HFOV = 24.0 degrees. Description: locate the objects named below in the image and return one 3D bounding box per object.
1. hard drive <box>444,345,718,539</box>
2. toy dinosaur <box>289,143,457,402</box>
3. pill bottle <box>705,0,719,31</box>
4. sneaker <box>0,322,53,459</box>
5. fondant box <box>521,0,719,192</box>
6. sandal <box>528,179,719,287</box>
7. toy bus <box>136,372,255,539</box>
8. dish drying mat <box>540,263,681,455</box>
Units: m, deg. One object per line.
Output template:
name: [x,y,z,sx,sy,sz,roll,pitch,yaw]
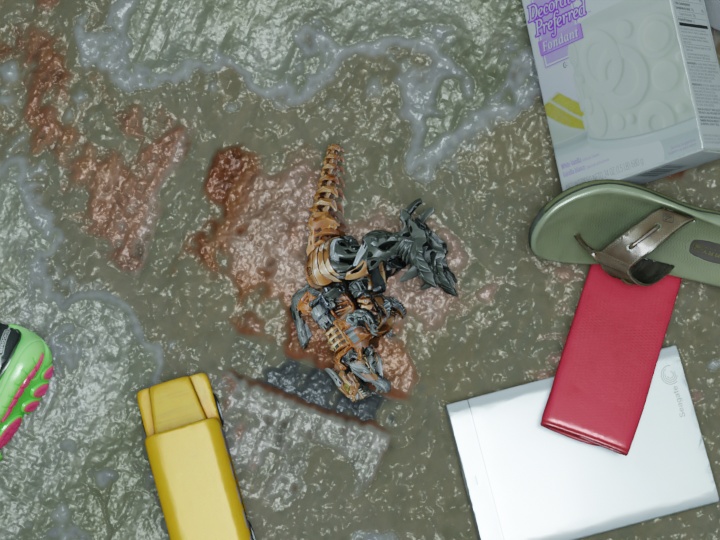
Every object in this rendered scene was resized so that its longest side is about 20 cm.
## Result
hard drive: [0.182,0.151,1.395,0.198,0.027,0.133,-14,82,-2]
toy dinosaur: [0.000,0.000,1.389,0.134,0.102,0.202,-14,103,14]
pill bottle: [0.362,-0.296,1.418,0.199,0.113,0.113,-33,83,-4]
sneaker: [-0.334,0.127,1.383,0.083,0.077,0.201,34,79,22]
fondant box: [0.215,-0.173,1.386,0.058,0.144,0.202,-1,77,-45]
sandal: [0.235,-0.021,1.363,0.199,0.080,0.058,9,37,-1]
toy bus: [-0.128,0.185,1.363,0.064,0.078,0.202,-16,82,-3]
dish drying mat: [0.212,0.049,1.394,0.076,0.018,0.202,19,70,3]
